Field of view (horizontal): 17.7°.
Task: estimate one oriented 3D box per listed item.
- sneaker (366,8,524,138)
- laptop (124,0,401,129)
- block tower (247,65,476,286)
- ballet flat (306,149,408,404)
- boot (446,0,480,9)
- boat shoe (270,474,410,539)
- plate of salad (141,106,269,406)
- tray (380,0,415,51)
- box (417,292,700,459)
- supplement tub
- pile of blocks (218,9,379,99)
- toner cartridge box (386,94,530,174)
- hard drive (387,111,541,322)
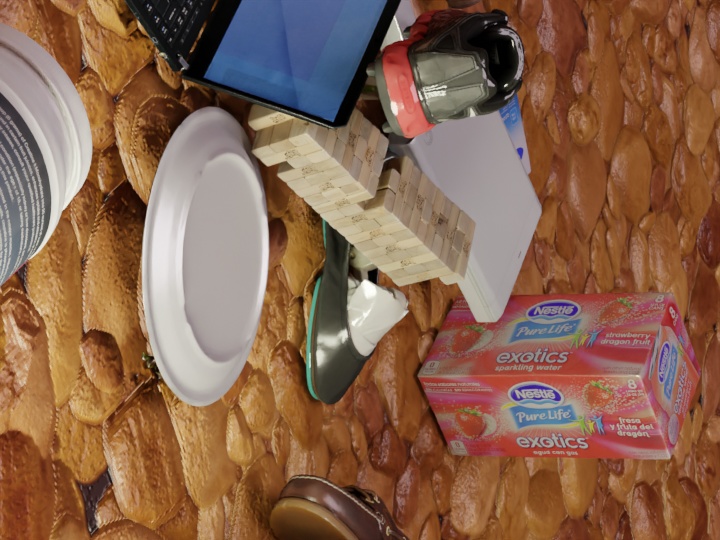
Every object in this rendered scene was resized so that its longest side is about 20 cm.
[{"bbox_3d":[0.073,-0.146,1.616,0.200,0.097,0.071,-51,125,-69],"label":"sneaker"},{"bbox_3d":[-0.071,-0.218,1.562,0.200,0.103,0.178,57,40,-36],"label":"laptop"},{"bbox_3d":[0.001,-0.061,1.645,0.200,0.058,0.054,41,50,-36],"label":"block tower"},{"bbox_3d":[0.000,0.000,1.729,0.068,0.068,0.201,17,74,-62],"label":"ballet flat"},{"bbox_3d":[0.089,-0.333,1.903,0.155,0.073,0.200,61,37,-33],"label":"boot"},{"bbox_3d":[-0.008,0.195,1.708,0.071,0.070,0.200,-67,151,-25],"label":"boat shoe"},{"bbox_3d":[-0.111,-0.010,1.557,0.200,0.048,0.201,3,90,-70],"label":"plate of salad"},{"bbox_3d":[0.021,-0.202,1.749,0.200,0.022,0.108,-91,163,-68],"label":"tray"},{"bbox_3d":[0.162,0.084,1.880,0.103,0.199,0.095,-61,139,-41],"label":"box"},{"bbox_3d":[-0.244,-0.037,1.226,0.200,0.140,0.141,-50,130,-49],"label":"supplement tub"},{"bbox_3d":[-0.035,-0.164,1.662,0.200,0.082,0.063,4,85,-60],"label":"pile of blocks"},{"bbox_3d":[0.076,-0.088,1.893,0.200,0.043,0.096,-42,126,-54],"label":"toner cartridge box"},{"bbox_3d":[0.086,-0.075,1.842,0.200,0.026,0.132,62,39,-40],"label":"hard drive"}]
